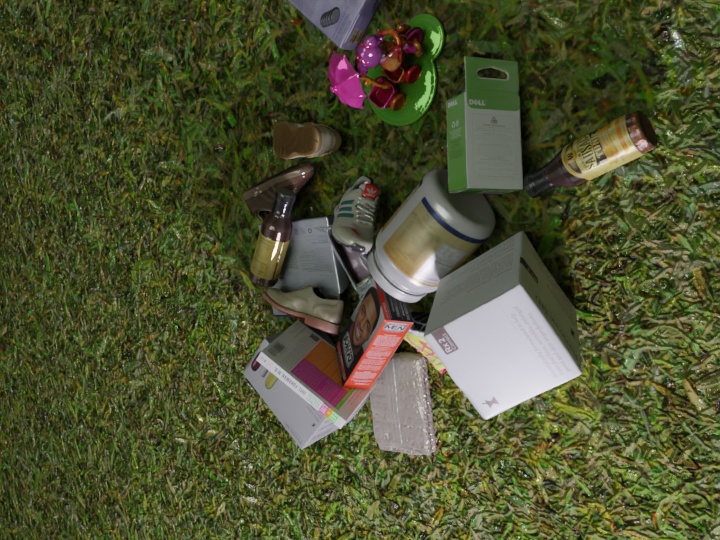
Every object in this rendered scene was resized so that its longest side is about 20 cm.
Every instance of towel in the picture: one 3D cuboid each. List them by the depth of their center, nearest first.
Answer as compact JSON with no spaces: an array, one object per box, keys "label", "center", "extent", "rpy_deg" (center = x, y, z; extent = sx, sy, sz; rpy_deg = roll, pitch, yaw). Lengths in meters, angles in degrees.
[{"label":"towel","center":[0.079,0.252,1.353],"extent":[0.132,0.034,0.202],"rpy_deg":[-1,98,37]}]

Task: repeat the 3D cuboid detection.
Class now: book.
[{"label":"book","center":[-0.080,0.191,1.327],"extent":[0.200,0.134,0.048],"rpy_deg":[38,123,8]}]

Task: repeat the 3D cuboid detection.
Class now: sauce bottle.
[{"label":"sauce bottle","center":[0.333,-0.164,1.047],"extent":[0.199,0.066,0.066],"rpy_deg":[-29,82,39]},{"label":"sauce bottle","center":[-0.171,-0.065,1.404],"extent":[0.065,0.065,0.201],"rpy_deg":[34,117,27]}]

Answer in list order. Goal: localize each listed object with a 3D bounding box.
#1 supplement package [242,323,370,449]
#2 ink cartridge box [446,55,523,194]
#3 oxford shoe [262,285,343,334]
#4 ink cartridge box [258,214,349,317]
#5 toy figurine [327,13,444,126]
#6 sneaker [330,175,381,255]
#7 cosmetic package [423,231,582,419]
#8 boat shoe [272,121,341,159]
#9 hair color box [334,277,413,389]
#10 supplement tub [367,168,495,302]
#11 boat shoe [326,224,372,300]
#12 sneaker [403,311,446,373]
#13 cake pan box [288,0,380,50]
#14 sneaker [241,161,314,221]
[{"label":"supplement package","center":[-0.104,0.222,1.408],"extent":[0.200,0.155,0.111],"rpy_deg":[47,124,19]},{"label":"ink cartridge box","center":[0.192,-0.222,1.101],"extent":[0.059,0.103,0.202],"rpy_deg":[177,91,-67]},{"label":"oxford shoe","center":[-0.109,0.062,1.397],"extent":[0.199,0.071,0.074],"rpy_deg":[21,89,33]},{"label":"ink cartridge box","center":[-0.114,-0.006,1.440],"extent":[0.198,0.040,0.202],"rpy_deg":[-2,100,38]},{"label":"toy figurine","center":[0.031,-0.336,1.167],"extent":[0.150,0.184,0.201],"rpy_deg":[45,122,21]},{"label":"sneaker","center":[-0.002,-0.107,1.259],"extent":[0.070,0.200,0.094],"rpy_deg":[23,114,-15]},{"label":"cosmetic package","center":[0.215,0.078,1.060],"extent":[0.164,0.200,0.165],"rpy_deg":[-32,104,24]},{"label":"boat shoe","center":[-0.105,-0.249,1.363],"extent":[0.200,0.069,0.074],"rpy_deg":[22,111,55]},{"label":"hair color box","center":[0.020,0.117,1.280],"extent":[0.102,0.061,0.201],"rpy_deg":[-105,32,-42]},{"label":"supplement tub","center":[0.115,-0.054,1.188],"extent":[0.145,0.144,0.200],"rpy_deg":[52,125,17]},{"label":"boat shoe","center":[0.001,-0.001,1.336],"extent":[0.074,0.065,0.203],"rpy_deg":[-30,84,38]},{"label":"sneaker","center":[0.134,0.138,1.260],"extent":[0.199,0.078,0.091],"rpy_deg":[21,119,35]},{"label":"cake pan box","center":[-0.036,-0.531,1.262],"extent":[0.184,0.052,0.201],"rpy_deg":[44,123,20]},{"label":"sneaker","center":[-0.154,-0.160,1.435],"extent":[0.199,0.070,0.076],"rpy_deg":[-16,109,42]}]
